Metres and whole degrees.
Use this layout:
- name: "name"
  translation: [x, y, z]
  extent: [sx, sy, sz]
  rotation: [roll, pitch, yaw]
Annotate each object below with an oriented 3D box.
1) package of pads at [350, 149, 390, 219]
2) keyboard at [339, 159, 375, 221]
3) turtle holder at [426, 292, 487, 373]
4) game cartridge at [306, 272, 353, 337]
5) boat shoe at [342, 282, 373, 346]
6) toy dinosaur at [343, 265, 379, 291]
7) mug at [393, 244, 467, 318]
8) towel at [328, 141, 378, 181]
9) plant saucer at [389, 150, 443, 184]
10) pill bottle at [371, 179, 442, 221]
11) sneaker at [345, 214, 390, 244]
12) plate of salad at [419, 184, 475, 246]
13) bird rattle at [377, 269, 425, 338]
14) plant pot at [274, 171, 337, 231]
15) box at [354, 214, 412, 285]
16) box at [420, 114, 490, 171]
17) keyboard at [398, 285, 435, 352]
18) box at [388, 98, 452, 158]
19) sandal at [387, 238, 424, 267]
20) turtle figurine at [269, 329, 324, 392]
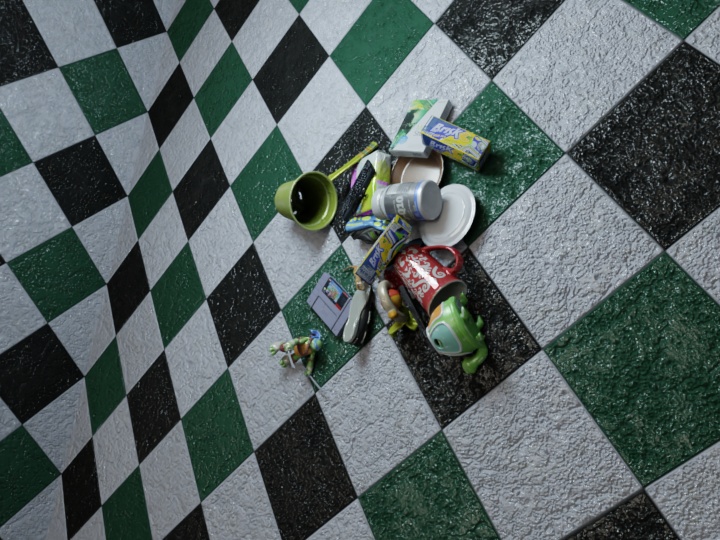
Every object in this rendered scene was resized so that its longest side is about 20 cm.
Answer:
- name: "package of pads"
  translation: [0.032, -0.277, 1.703]
  extent: [0.153, 0.067, 0.205]
  rotation: [-15, 68, 53]
- name: "keyboard"
  translation: [-0.018, -0.256, 1.672]
  extent: [0.202, 0.039, 0.105]
  rotation: [-60, 35, 25]
- name: "turtle holder"
  translation: [0.258, 0.165, 1.371]
  extent: [0.131, 0.186, 0.142]
  rotation: [-33, 31, 19]
- name: "game cartridge"
  translation: [-0.095, 0.110, 1.745]
  extent: [0.200, 0.038, 0.131]
  rotation: [43, 110, 39]
- name: "boat shoe"
  translation: [0.004, 0.139, 1.633]
  extent: [0.073, 0.060, 0.204]
  rotation: [-10, 57, 48]
- name: "toy dinosaur"
  translation: [0.000, 0.000, 1.666]
  extent: [0.200, 0.104, 0.062]
  rotation: [-114, 11, -68]
- name: "mug"
  translation: [0.205, 0.011, 1.470]
  extent: [0.177, 0.134, 0.200]
  rotation: [-42, 48, 1]
- name: "towel"
  translation: [-0.027, -0.370, 1.758]
  extent: [0.198, 0.018, 0.086]
  rotation: [-37, 14, 2]
- name: "plant saucer"
  translation: [0.181, -0.298, 1.625]
  extent: [0.197, 0.036, 0.206]
  rotation: [-12, 71, 37]
- name: "pill bottle"
  translation: [0.133, -0.202, 1.539]
  extent: [0.197, 0.113, 0.117]
  rotation: [1, 78, 44]
- name: "sneaker"
  translation: [0.047, -0.130, 1.670]
  extent: [0.196, 0.083, 0.072]
  rotation: [0, 47, 30]
- name: "plate of salad"
  translation: [0.256, -0.154, 1.514]
  extent: [0.198, 0.048, 0.204]
  rotation: [-24, 54, 38]
- name: "bird rattle"
  translation: [0.103, 0.084, 1.507]
  extent: [0.111, 0.162, 0.204]
  rotation: [-22, 71, 20]
- name: "plant pot"
  translation: [-0.211, -0.249, 1.858]
  extent: [0.183, 0.198, 0.205]
  rotation: [10, 84, 53]
- name: "box"
  translation: [0.068, -0.059, 1.508]
  extent: [0.064, 0.070, 0.201]
  rotation: [36, 113, -4]
- name: "box"
  translation: [0.273, -0.370, 1.500]
  extent: [0.198, 0.064, 0.071]
  rotation: [32, 79, 23]
- name: "keyboard"
  translation: [0.157, 0.133, 1.429]
  extent: [0.020, 0.127, 0.203]
  rotation: [-29, 80, 9]
- name: "box"
  translation: [0.188, -0.448, 1.630]
  extent: [0.142, 0.036, 0.203]
  rotation: [14, 71, 41]
- name: "sandal"
  translation: [0.098, -0.058, 1.587]
  extent: [0.197, 0.048, 0.076]
  rotation: [-25, 30, 17]
- name: "turtle figurine"
  translation: [-0.221, 0.295, 1.726]
  extent: [0.191, 0.142, 0.205]
  rotation: [-13, 66, 40]
